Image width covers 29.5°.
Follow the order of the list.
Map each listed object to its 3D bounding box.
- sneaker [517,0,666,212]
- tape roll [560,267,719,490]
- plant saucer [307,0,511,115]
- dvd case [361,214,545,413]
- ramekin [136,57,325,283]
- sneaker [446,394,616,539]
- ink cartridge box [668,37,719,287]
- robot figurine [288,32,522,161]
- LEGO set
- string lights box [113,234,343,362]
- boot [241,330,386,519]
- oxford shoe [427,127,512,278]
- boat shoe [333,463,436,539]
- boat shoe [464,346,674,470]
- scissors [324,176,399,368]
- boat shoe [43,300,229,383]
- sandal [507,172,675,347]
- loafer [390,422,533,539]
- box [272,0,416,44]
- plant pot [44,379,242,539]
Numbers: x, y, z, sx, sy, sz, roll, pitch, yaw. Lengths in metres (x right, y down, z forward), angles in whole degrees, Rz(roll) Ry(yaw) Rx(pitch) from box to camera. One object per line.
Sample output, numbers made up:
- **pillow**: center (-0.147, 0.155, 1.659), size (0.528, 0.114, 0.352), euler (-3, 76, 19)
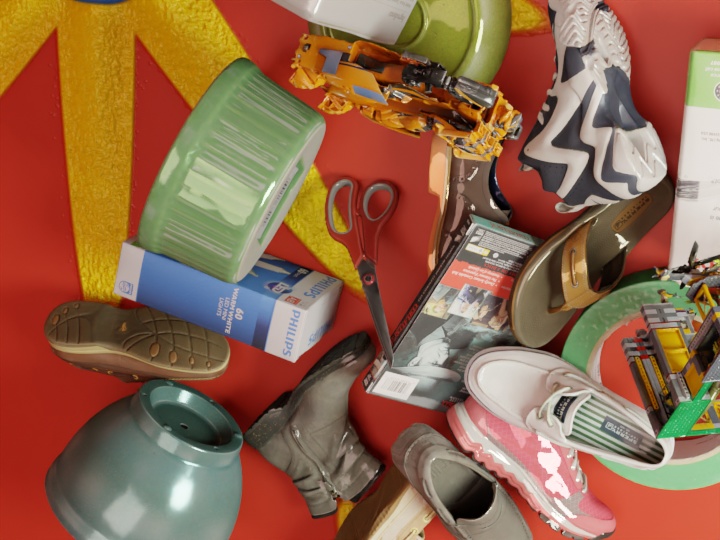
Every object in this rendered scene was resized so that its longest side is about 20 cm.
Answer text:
- **sneaker**: center (0.177, -0.142, 1.198), size (0.129, 0.079, 0.200), euler (-29, 79, 42)
- **tape roll**: center (0.283, 0.099, 1.249), size (0.199, 0.048, 0.202), euler (6, 107, 19)
- **plant saucer**: center (0.038, -0.232, 1.252), size (0.199, 0.031, 0.201), euler (6, 107, 19)
- **dvd case**: center (0.109, 0.050, 1.266), size (0.145, 0.022, 0.201), euler (16, 117, -29)
- **ramekin**: center (-0.114, -0.086, 1.265), size (0.097, 0.200, 0.201), euler (29, 114, 2)
- **sneaker**: center (0.177, 0.176, 1.288), size (0.200, 0.074, 0.087), euler (40, 105, -9)
- **ink cartridge box**: center (0.344, -0.085, 1.150), size (0.145, 0.084, 0.201), euler (8, 109, 18)
- **robot figurine**: center (0.045, -0.148, 1.187), size (0.199, 0.145, 0.059), euler (21, 86, 23)
- **LEGO set**: center (0.302, 0.047, 1.130), size (0.153, 0.116, 0.201), euler (-8, 145, -9)
- **string lights box**: center (-0.129, 0.017, 1.348), size (0.199, 0.103, 0.059), euler (19, 111, 14)
- **boot**: center (-0.018, 0.158, 1.378), size (0.131, 0.068, 0.200), euler (45, 123, -2)
- **oxford shoe**: center (0.102, -0.033, 1.267), size (0.072, 0.071, 0.201), euler (3, 107, 14)
- **boat shoe**: center (0.037, 0.255, 1.375), size (0.069, 0.074, 0.200), euler (28, 118, -19)
- **boat shoe**: center (0.187, 0.120, 1.220), size (0.199, 0.067, 0.074), euler (19, 91, 9)
- **scissors**: center (0.000, 0.000, 1.282), size (0.073, 0.014, 0.201), euler (-4, 66, 11)
- **boat shoe**: center (-0.230, 0.082, 1.433), size (0.199, 0.072, 0.068), euler (8, 142, 10)
- **sandal**: center (0.207, -0.008, 1.212), size (0.200, 0.054, 0.080), euler (-46, 126, 11)
- **loafer**: center (0.104, 0.222, 1.302), size (0.070, 0.070, 0.200), euler (-49, 121, -4)
- **box**: center (-0.044, -0.313, 1.141), size (0.198, 0.200, 0.172), euler (32, 103, 18)
- **plant pot**: center (-0.200, 0.197, 1.383), size (0.200, 0.200, 0.135), euler (34, 108, 8)
